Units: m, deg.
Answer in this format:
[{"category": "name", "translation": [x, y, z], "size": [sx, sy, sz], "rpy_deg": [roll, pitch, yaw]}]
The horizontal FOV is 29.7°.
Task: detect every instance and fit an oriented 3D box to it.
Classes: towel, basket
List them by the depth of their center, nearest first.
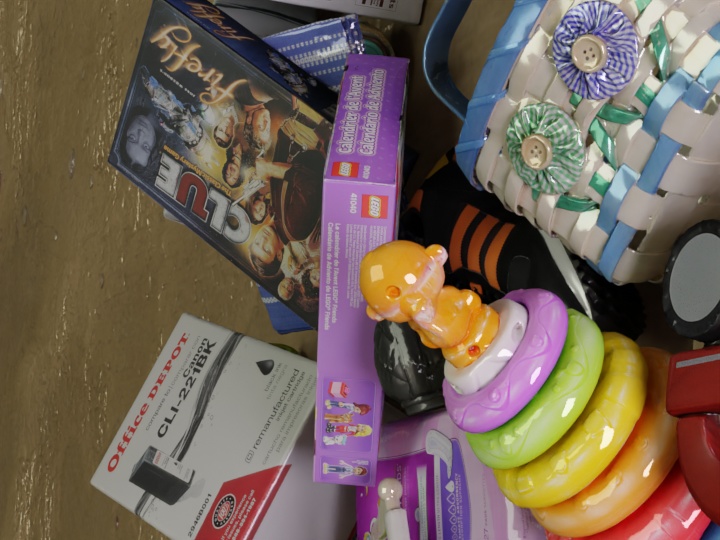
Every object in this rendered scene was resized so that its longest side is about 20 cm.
[{"category": "basket", "translation": [0.112, -0.108, 0.617], "size": [0.201, 0.138, 0.177], "rpy_deg": [56, 137, 38]}, {"category": "towel", "translation": [-0.030, -0.057, 0.897], "size": [0.144, 0.024, 0.202], "rpy_deg": [-9, 103, 37]}]

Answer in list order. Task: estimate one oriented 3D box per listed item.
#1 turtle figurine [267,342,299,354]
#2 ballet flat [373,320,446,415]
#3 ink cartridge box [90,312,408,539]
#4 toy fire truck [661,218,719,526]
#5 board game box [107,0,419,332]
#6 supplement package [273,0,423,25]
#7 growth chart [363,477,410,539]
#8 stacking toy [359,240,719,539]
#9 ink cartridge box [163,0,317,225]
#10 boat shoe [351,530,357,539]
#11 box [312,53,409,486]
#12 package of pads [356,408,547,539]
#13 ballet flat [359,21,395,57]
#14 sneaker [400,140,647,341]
[{"category": "turtle figurine", "translation": [-0.079, 0.150, 1.069], "size": [0.200, 0.064, 0.163], "rpy_deg": [-113, 43, -61]}, {"category": "ballet flat", "translation": [0.051, 0.041, 0.731], "size": [0.200, 0.066, 0.058], "rpy_deg": [10, -114, -79]}, {"category": "ink cartridge box", "translation": [-0.081, 0.125, 0.934], "size": [0.199, 0.084, 0.145], "rpy_deg": [14, 73, 53]}, {"category": "toy fire truck", "translation": [0.197, 0.081, 0.468], "size": [0.176, 0.127, 0.202], "rpy_deg": [-23, 57, 62]}, {"category": "board game box", "translation": [-0.069, -0.073, 0.881], "size": [0.199, 0.035, 0.136], "rpy_deg": [37, 126, 18]}, {"category": "supplement package", "translation": [-0.069, -0.272, 0.948], "size": [0.191, 0.198, 0.149], "rpy_deg": [39, 121, 58]}, {"category": "growth chart", "translation": [0.007, 0.219, 0.750], "size": [0.201, 0.018, 0.146], "rpy_deg": [106, 159, -45]}, {"category": "stacking toy", "translation": [0.076, 0.053, 0.582], "size": [0.116, 0.199, 0.110], "rpy_deg": [-43, 19, 27]}, {"category": "ink cartridge box", "translation": [-0.088, -0.131, 1.032], "size": [0.200, 0.082, 0.148], "rpy_deg": [-94, 19, -65]}, {"category": "boat shoe", "translation": [-0.030, 0.209, 0.948], "size": [0.202, 0.071, 0.070], "rpy_deg": [-65, 32, 34]}, {"category": "box", "translation": [0.000, 0.000, 0.761], "size": [0.137, 0.039, 0.202], "rpy_deg": [-83, -3, -55]}, {"category": "package of pads", "translation": [0.067, 0.135, 0.755], "size": [0.200, 0.075, 0.122], "rpy_deg": [-25, 62, 61]}, {"category": "ballet flat", "translation": [-0.016, -0.082, 0.980], "size": [0.071, 0.070, 0.202], "rpy_deg": [-133, 51, -56]}, {"category": "sneaker", "translation": [0.079, 0.001, 0.721], "size": [0.090, 0.070, 0.201], "rpy_deg": [-45, 34, 15]}]
